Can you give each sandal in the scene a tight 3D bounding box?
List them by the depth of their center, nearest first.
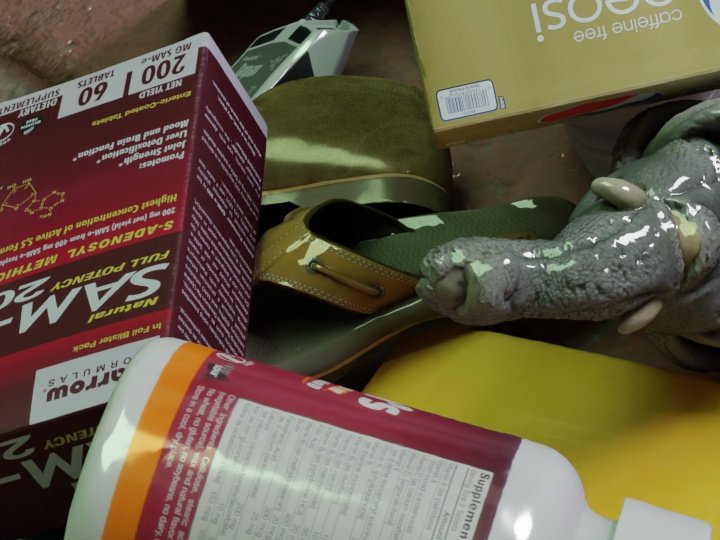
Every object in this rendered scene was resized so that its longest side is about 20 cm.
[{"bbox_3d":[0.000,0.000,1.054,0.199,0.055,0.082,-14,37,-3],"label":"sandal"}]

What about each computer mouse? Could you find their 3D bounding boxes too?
[{"bbox_3d":[-0.033,-0.089,1.247,0.200,0.044,0.109,-48,25,-18],"label":"computer mouse"}]

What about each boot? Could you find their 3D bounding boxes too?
[{"bbox_3d":[-0.056,-0.042,1.162,0.199,0.074,0.076,-3,60,8],"label":"boot"}]

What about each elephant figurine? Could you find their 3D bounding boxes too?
[{"bbox_3d":[0.140,-0.017,0.963,0.199,0.155,0.142,-7,53,20],"label":"elephant figurine"}]

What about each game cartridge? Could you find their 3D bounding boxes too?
[{"bbox_3d":[0.056,0.104,0.984,0.199,0.033,0.177,13,54,40],"label":"game cartridge"}]

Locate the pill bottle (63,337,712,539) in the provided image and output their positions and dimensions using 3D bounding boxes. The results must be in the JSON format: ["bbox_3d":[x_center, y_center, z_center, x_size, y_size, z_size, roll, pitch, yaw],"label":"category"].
[{"bbox_3d":[0.009,0.099,0.860,0.199,0.110,0.110,16,50,7],"label":"pill bottle"}]

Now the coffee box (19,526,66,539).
[{"bbox_3d":[-0.081,0.136,0.981,0.199,0.044,0.124,-13,59,32],"label":"coffee box"}]

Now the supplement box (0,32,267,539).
[{"bbox_3d":[-0.102,0.005,1.022,0.108,0.061,0.201,-17,42,19],"label":"supplement box"}]

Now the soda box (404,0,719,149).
[{"bbox_3d":[0.118,-0.099,0.985,0.199,0.064,0.068,-11,-3,3],"label":"soda box"}]

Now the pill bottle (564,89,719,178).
[{"bbox_3d":[0.095,-0.133,1.082,0.108,0.200,0.109,-18,39,15],"label":"pill bottle"}]
